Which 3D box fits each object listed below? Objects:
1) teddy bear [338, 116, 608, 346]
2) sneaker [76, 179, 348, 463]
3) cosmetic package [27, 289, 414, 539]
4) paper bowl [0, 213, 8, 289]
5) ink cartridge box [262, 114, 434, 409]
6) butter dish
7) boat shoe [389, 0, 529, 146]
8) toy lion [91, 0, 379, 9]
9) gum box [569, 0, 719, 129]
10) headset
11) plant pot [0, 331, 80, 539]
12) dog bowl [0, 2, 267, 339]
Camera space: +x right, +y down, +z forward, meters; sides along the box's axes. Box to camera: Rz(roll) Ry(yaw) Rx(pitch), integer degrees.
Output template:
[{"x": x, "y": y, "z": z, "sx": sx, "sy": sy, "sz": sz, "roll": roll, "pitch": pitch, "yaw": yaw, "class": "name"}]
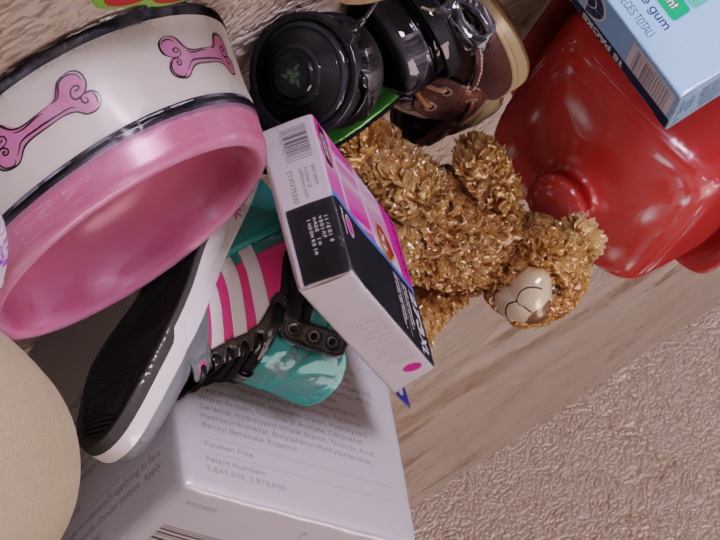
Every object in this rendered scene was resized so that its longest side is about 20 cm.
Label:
[{"x": 0.049, "y": -0.019, "z": 1.326, "sx": 0.145, "sy": 0.200, "sz": 0.067, "roll": -45, "pitch": -160, "yaw": 10, "class": "teddy bear"}, {"x": -0.070, "y": 0.046, "z": 1.208, "sx": 0.084, "sy": 0.121, "sz": 0.200, "roll": -23, "pitch": -146, "yaw": 47, "class": "sneaker"}, {"x": -0.090, "y": 0.105, "z": 1.335, "sx": 0.165, "sy": 0.200, "sz": 0.165, "roll": 19, "pitch": 135, "yaw": -32, "class": "cosmetic package"}, {"x": -0.245, "y": 0.002, "z": 0.857, "sx": 0.200, "sy": 0.104, "sz": 0.201, "roll": -32, "pitch": 155, "yaw": -17, "class": "paper bowl"}, {"x": 0.000, "y": 0.000, "z": 1.202, "sx": 0.037, "sy": 0.095, "sz": 0.200, "roll": -19, "pitch": 154, "yaw": 8, "class": "ink cartridge box"}, {"x": 0.161, "y": -0.076, "z": 1.403, "sx": 0.148, "sy": 0.200, "sz": 0.200, "roll": -41, "pitch": 172, "yaw": -33, "class": "butter dish"}, {"x": 0.047, "y": -0.117, "z": 1.306, "sx": 0.072, "sy": 0.072, "sz": 0.200, "roll": -34, "pitch": 173, "yaw": -10, "class": "boat shoe"}, {"x": -0.023, "y": -0.166, "z": 0.916, "sx": 0.191, "sy": 0.069, "sz": 0.200, "roll": -10, "pitch": 165, "yaw": -42, "class": "toy lion"}, {"x": 0.191, "y": -0.197, "z": 1.156, "sx": 0.200, "sy": 0.170, "sz": 0.045, "roll": -32, "pitch": 166, "yaw": -14, "class": "gum box"}, {"x": 0.008, "y": -0.106, "z": 1.183, "sx": 0.123, "sy": 0.094, "sz": 0.200, "roll": -27, "pitch": 165, "yaw": -33, "class": "headset"}, {"x": -0.212, "y": 0.095, "z": 1.053, "sx": 0.134, "sy": 0.201, "sz": 0.200, "roll": -2, "pitch": 146, "yaw": -48, "class": "plant pot"}, {"x": -0.133, "y": -0.042, "z": 1.103, "sx": 0.200, "sy": 0.074, "sz": 0.200, "roll": -34, "pitch": 167, "yaw": -9, "class": "dog bowl"}]
